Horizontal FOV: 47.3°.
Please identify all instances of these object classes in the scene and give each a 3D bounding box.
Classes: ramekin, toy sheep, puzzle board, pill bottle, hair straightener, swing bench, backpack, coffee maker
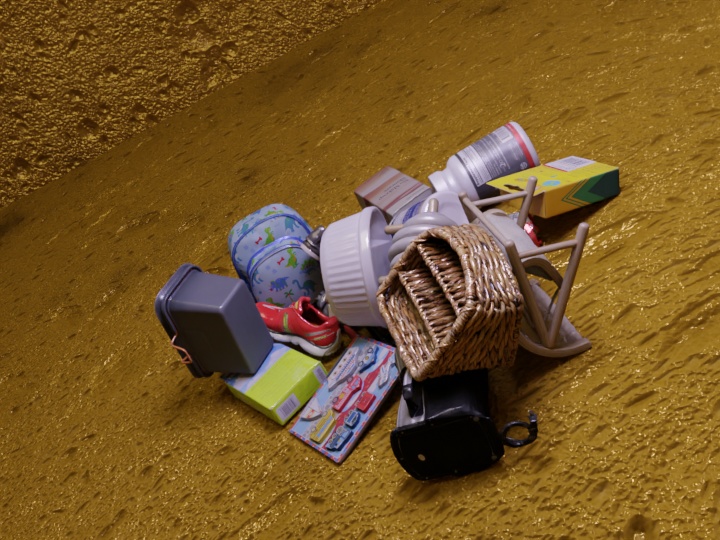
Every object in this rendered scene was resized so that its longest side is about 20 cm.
[{"bbox_3d":[0.000,0.000,1.390,0.093,0.205,0.204,-9,34,15],"label":"ramekin"},{"bbox_3d":[0.103,-0.025,1.310,0.136,0.137,0.203,-9,65,34],"label":"toy sheep"},{"bbox_3d":[-0.019,0.196,1.313,0.150,0.017,0.201,16,64,53],"label":"puzzle board"},{"bbox_3d":[0.113,-0.063,1.478,0.111,0.111,0.200,-46,9,-26],"label":"pill bottle"},{"bbox_3d":[0.046,0.111,1.387,0.077,0.041,0.199,-38,26,-14],"label":"hair straightener"},{"bbox_3d":[0.237,-0.189,1.591,0.198,0.117,0.116,-30,29,4],"label":"pill bottle"},{"bbox_3d":[0.238,-0.002,1.205,0.128,0.203,0.199,-12,27,-8],"label":"swing bench"},{"bbox_3d":[-0.155,-0.016,1.600,0.181,0.202,0.147,-31,24,-1],"label":"backpack"},{"bbox_3d":[0.138,0.174,1.148,0.188,0.136,0.201,2,36,3],"label":"coffee maker"}]

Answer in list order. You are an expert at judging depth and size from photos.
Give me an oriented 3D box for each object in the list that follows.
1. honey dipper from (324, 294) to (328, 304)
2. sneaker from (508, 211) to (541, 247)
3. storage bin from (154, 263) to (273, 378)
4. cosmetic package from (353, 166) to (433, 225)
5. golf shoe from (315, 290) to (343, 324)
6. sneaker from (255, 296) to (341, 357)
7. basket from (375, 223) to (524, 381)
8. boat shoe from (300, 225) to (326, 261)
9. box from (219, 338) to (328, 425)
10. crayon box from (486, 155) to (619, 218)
[{"bbox_3d":[-0.013,-0.017,1.509,0.038,0.038,0.201,0,46,43],"label":"honey dipper"},{"bbox_3d":[0.246,-0.032,1.391,0.107,0.068,0.202,-18,29,27],"label":"sneaker"},{"bbox_3d":[-0.251,0.101,1.449,0.132,0.202,0.146,3,42,31],"label":"storage bin"},{"bbox_3d":[0.077,-0.133,1.685,0.103,0.088,0.200,-36,30,-10],"label":"cosmetic package"},{"bbox_3d":[0.008,0.031,1.534,0.094,0.078,0.200,22,58,33],"label":"golf shoe"},{"bbox_3d":[-0.114,0.084,1.492,0.198,0.086,0.077,17,29,28],"label":"sneaker"},{"bbox_3d":[0.114,0.029,1.108,0.146,0.145,0.201,-7,36,-12],"label":"basket"},{"bbox_3d":[-0.040,-0.036,1.558,0.067,0.199,0.057,43,99,28],"label":"boat shoe"},{"bbox_3d":[-0.155,0.190,1.454,0.122,0.048,0.199,-43,30,-21],"label":"box"},{"bbox_3d":[0.332,-0.143,1.429,0.197,0.052,0.127,-17,24,-22],"label":"crayon box"}]
